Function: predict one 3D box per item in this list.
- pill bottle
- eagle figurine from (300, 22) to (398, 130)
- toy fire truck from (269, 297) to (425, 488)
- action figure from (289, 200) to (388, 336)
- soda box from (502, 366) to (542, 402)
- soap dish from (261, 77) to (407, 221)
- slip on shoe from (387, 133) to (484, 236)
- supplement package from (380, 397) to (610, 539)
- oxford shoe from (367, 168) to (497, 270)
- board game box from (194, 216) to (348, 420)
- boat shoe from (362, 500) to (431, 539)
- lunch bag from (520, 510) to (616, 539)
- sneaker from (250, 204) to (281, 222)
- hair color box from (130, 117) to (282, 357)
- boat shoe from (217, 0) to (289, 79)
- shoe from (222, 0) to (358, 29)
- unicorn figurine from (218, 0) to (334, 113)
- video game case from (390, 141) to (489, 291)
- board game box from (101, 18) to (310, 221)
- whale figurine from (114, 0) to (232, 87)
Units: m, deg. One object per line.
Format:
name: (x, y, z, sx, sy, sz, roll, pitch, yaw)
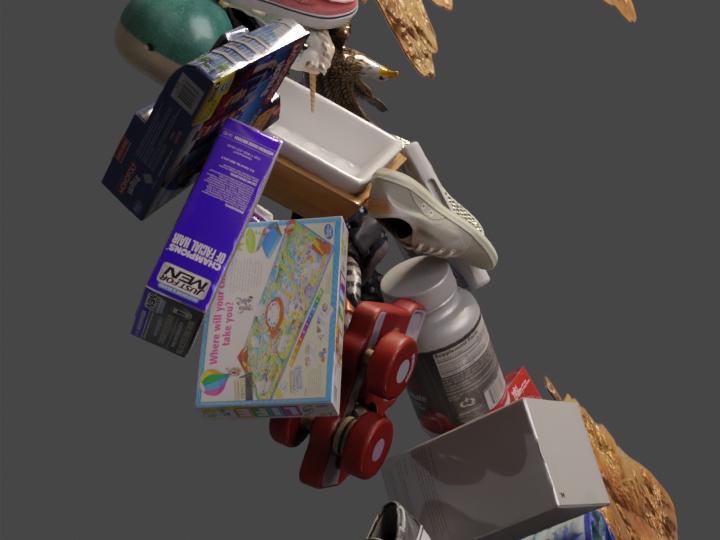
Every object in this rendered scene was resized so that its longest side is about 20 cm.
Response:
pill bottle: (0.092, 0.087, 1.538, 0.111, 0.110, 0.200, -66, 141, -53)
eagle figurine: (-0.022, -0.240, 1.694, 0.152, 0.200, 0.151, -33, 53, -27)
toy fire truck: (0.003, 0.124, 1.392, 0.168, 0.112, 0.201, 8, 100, -65)
action figure: (0.000, 0.000, 1.542, 0.200, 0.104, 0.194, 45, 44, -24)
soda box: (0.161, 0.194, 1.653, 0.070, 0.063, 0.200, 59, 30, -5)
soap dish: (-0.065, -0.131, 1.500, 0.200, 0.081, 0.157, 28, 31, 8)
slip on shoe: (0.078, -0.094, 1.775, 0.200, 0.061, 0.074, 47, 64, -1)
supplement package: (0.144, 0.230, 1.466, 0.120, 0.200, 0.122, 11, 57, -51)
oxford shoe: (0.074, -0.042, 1.464, 0.200, 0.075, 0.058, 34, 73, -41)
board game box: (-0.084, 0.045, 1.320, 0.034, 0.134, 0.200, 68, 22, -60)
boat shoe: (0.018, 0.299, 1.351, 0.068, 0.072, 0.200, 56, 29, -12)
lunch bag: (0.216, 0.380, 1.479, 0.127, 0.170, 0.200, 20, 48, -47)
sneaker: (-0.101, 0.019, 1.404, 0.083, 0.081, 0.200, -25, 84, -47)
hair color box: (-0.145, -0.031, 1.278, 0.065, 0.109, 0.200, 23, 60, -6)
boat shoe: (-0.116, -0.250, 1.602, 0.200, 0.066, 0.075, 55, 31, -11)
shoe: (-0.064, -0.319, 1.439, 0.200, 0.091, 0.072, 3, 54, -41)
unicorn figurine: (-0.092, -0.289, 1.516, 0.137, 0.074, 0.200, 21, 44, -17)
video game case: (0.077, -0.049, 1.636, 0.022, 0.200, 0.183, -27, 88, -15)
board game box: (-0.138, -0.167, 1.334, 0.062, 0.200, 0.200, 43, 42, 7)
whale figurine: (-0.177, -0.256, 1.466, 0.159, 0.104, 0.200, 34, 19, 10)
